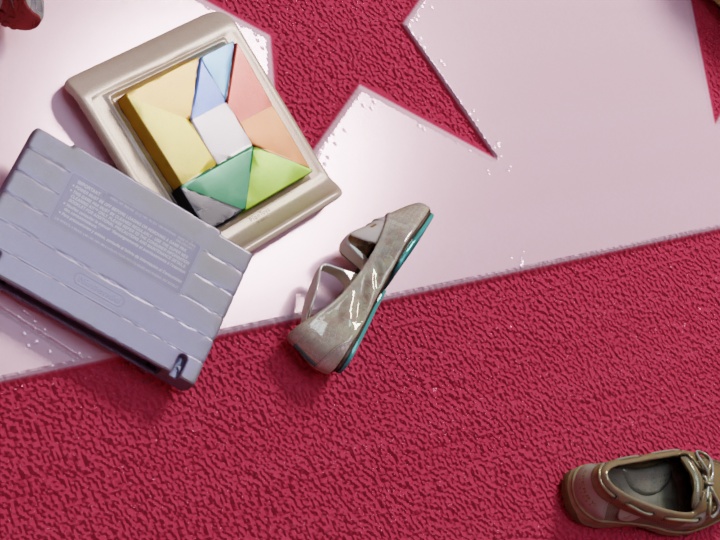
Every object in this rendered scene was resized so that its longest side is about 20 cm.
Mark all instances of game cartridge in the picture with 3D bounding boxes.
[{"bbox_3d":[-0.192,-0.009,1.353,0.200,0.038,0.130,31,59,-15],"label":"game cartridge"}]

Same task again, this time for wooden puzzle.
[{"bbox_3d":[-0.125,-0.112,1.463,0.185,0.037,0.200,-33,88,-40],"label":"wooden puzzle"}]

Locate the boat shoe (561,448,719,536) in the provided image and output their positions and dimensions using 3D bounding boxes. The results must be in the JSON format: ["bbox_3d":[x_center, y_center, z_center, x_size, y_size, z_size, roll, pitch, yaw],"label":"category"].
[{"bbox_3d":[0.273,0.194,1.568,0.200,0.063,0.073,7,64,-32],"label":"boat shoe"}]

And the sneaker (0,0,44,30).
[{"bbox_3d":[-0.275,-0.287,1.420,0.082,0.078,0.201,3,66,-35],"label":"sneaker"}]

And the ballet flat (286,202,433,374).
[{"bbox_3d":[0.000,0.000,1.478,0.062,0.067,0.200,34,52,-4],"label":"ballet flat"}]

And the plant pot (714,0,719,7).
[{"bbox_3d":[0.463,-0.371,1.903,0.200,0.199,0.182,46,57,-7],"label":"plant pot"}]
